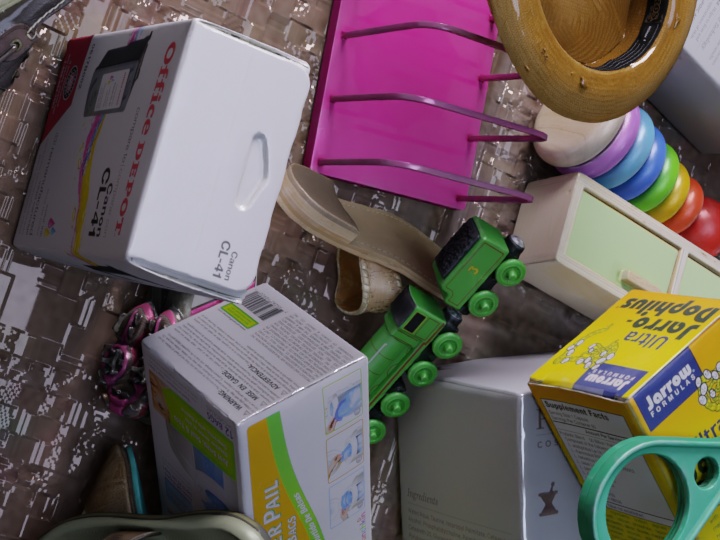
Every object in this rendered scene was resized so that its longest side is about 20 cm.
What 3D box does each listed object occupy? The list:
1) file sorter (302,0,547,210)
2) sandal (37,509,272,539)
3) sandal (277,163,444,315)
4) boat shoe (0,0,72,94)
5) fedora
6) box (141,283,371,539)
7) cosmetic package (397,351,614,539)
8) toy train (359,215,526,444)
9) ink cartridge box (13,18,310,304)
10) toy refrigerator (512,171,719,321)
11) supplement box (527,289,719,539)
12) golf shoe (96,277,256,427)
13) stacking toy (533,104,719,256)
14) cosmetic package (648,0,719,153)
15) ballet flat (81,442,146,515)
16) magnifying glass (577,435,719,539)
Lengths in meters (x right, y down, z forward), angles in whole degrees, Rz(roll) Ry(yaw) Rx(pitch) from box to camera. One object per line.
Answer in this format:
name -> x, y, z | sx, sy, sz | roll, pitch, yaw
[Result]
file sorter -> 0.064, -0.154, 1.084 | 0.138, 0.125, 0.202 | 12, 87, -30
sandal -> -0.142, 0.191, 0.937 | 0.080, 0.199, 0.057 | 66, 32, -13
sandal -> -0.002, -0.004, 1.097 | 0.070, 0.078, 0.211 | -43, 135, 17
boat shoe -> -0.241, -0.137, 0.944 | 0.199, 0.073, 0.065 | -36, 121, -20
fedora -> 0.137, -0.200, 1.006 | 0.199, 0.081, 0.203 | -6, 101, -34
box -> -0.064, 0.131, 0.993 | 0.101, 0.112, 0.202 | -25, 131, -31
cosmetic package -> 0.137, 0.171, 1.124 | 0.166, 0.166, 0.203 | -5, 95, -29
toy train -> 0.040, 0.045, 1.078 | 0.056, 0.042, 0.200 | 28, 114, -30
ink cartridge box -> -0.128, -0.068, 0.934 | 0.085, 0.199, 0.149 | 18, 84, -30
toy refrigerator -> 0.215, 0.003, 1.208 | 0.199, 0.070, 0.077 | 29, 69, -29
supplement box -> 0.218, 0.127, 1.010 | 0.109, 0.109, 0.201 | -37, 110, -22
golf shoe -> -0.105, 0.011, 1.035 | 0.092, 0.072, 0.202 | 26, 85, -48
stacking toy -> 0.226, -0.072, 1.219 | 0.200, 0.085, 0.086 | 38, 75, -34
cosmetic package -> 0.261, -0.178, 1.212 | 0.199, 0.101, 0.074 | 38, 76, -28
ballet flat -> -0.162, 0.218, 1.019 | 0.072, 0.068, 0.202 | -15, 105, -8
magnifying glass -> 0.215, 0.120, 0.933 | 0.199, 0.022, 0.080 | -24, 104, -26
